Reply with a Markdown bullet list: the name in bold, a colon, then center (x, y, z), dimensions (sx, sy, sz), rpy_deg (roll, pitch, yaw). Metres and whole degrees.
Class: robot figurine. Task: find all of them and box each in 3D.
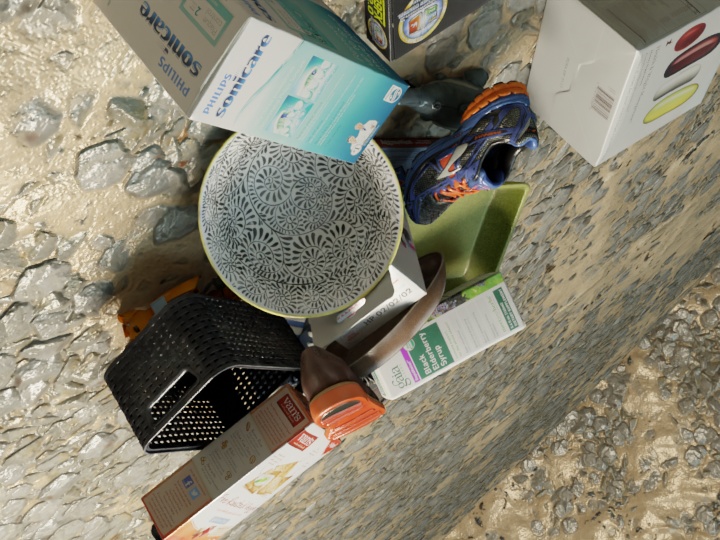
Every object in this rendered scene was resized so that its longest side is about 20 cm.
- **robot figurine**: center (-0.168, 0.048, 0.978), dimensions (0.198, 0.058, 0.146), rpy_deg (-27, 151, -26)

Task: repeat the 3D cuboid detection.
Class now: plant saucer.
- **plant saucer**: center (0.100, -0.036, 1.128), dimensions (0.197, 0.048, 0.202), rpy_deg (-6, 130, -28)
- **plant saucer**: center (0.029, 0.059, 1.000), dimensions (0.200, 0.032, 0.200), rpy_deg (-43, -171, 8)

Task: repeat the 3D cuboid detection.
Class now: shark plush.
- **shark plush**: center (0.110, -0.192, 0.970), dimensions (0.198, 0.083, 0.092), rpy_deg (16, 101, -45)

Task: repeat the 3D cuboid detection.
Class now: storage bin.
- **storage bin**: center (-0.150, 0.110, 0.919), dimensions (0.135, 0.094, 0.199), rpy_deg (-44, 157, 14)

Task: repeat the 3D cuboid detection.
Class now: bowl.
- **bowl**: center (-0.060, -0.064, 0.875), dimensions (0.201, 0.200, 0.094), rpy_deg (-45, -165, 8)

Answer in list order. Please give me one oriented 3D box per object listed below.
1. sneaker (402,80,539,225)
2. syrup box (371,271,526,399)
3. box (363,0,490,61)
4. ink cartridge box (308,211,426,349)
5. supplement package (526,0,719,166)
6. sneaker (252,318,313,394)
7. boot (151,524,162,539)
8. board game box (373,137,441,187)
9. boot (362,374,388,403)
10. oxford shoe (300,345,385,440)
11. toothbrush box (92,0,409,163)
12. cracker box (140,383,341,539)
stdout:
- **sneaker**: center (0.116, -0.112, 0.945), dimensions (0.074, 0.079, 0.200), rpy_deg (1, 144, -39)
- **syrup box**: center (0.100, 0.081, 1.116), dimensions (0.198, 0.080, 0.081), rpy_deg (-27, -177, -10)
- **box**: center (0.091, -0.308, 0.807), dimensions (0.199, 0.044, 0.161), rpy_deg (-34, 152, -16)
- **ink cartridge box**: center (0.000, 0.000, 0.945), dimensions (0.115, 0.202, 0.068), rpy_deg (-37, 129, 23)
- **supplement package**: center (0.333, -0.275, 1.073), dimensions (0.198, 0.148, 0.192), rpy_deg (-30, 152, -20)
- **sneaker**: center (-0.057, 0.097, 1.103), dimensions (0.200, 0.147, 0.080), rpy_deg (-46, 154, 11)
- **boot**: center (-0.231, 0.351, 1.357), dimensions (0.198, 0.066, 0.166), rpy_deg (-24, 148, -23)
- **board game box**: center (0.056, -0.117, 1.078), dimensions (0.198, 0.019, 0.104), rpy_deg (-9, 138, -48)
- **boot**: center (0.005, 0.147, 1.187), dimensions (0.173, 0.069, 0.201), rpy_deg (-13, 142, -52)
- **oxford shoe**: center (-0.021, 0.126, 0.909), dimensions (0.070, 0.073, 0.200), rpy_deg (-26, 160, -4)
- **toothbrush box**: center (-0.078, -0.172, 0.668), dimensions (0.199, 0.147, 0.086), rpy_deg (5, 129, -55)
- **cracker box**: center (-0.125, 0.218, 0.965), dimensions (0.199, 0.058, 0.134), rpy_deg (-39, 157, -2)
